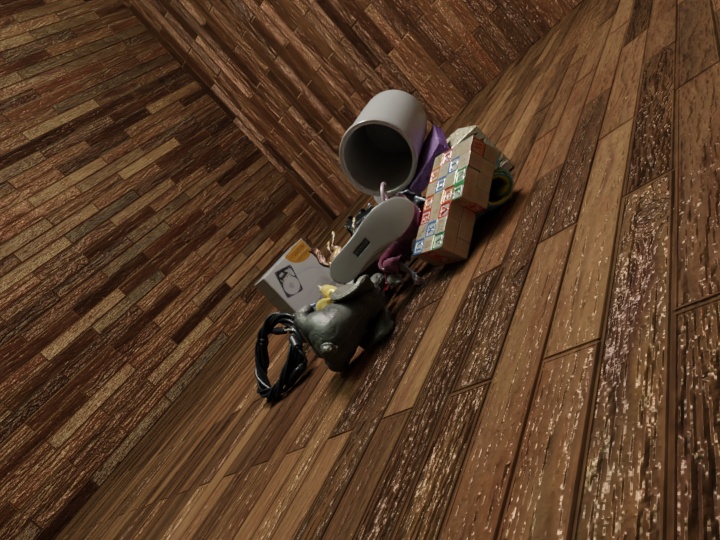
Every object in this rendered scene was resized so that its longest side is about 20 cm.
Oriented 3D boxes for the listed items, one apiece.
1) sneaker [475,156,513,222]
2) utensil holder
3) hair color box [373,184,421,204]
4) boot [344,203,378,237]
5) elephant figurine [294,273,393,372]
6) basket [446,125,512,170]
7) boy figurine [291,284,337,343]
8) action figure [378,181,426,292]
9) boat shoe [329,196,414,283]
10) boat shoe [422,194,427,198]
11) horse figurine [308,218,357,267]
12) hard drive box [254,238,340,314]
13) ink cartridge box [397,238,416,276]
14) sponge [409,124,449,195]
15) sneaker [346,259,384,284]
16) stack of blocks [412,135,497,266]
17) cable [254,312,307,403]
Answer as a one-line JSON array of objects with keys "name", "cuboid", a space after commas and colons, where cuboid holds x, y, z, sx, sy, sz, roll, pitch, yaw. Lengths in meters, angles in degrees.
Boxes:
[{"name": "sneaker", "cuboid": [0.252, -0.174, 1.022, 0.130, 0.079, 0.202, -34, 24, 56]}, {"name": "utensil holder", "cuboid": [0.056, -0.286, 1.183, 0.169, 0.170, 0.201, -37, 19, 34]}, {"name": "hair color box", "cuboid": [0.082, -0.175, 1.252, 0.060, 0.100, 0.201, -21, 36, -9]}, {"name": "boot", "cuboid": [0.055, -0.119, 1.363, 0.161, 0.074, 0.198, -33, 31, -6]}, {"name": "elephant figurine", "cuboid": [-0.007, 0.069, 0.942, 0.199, 0.142, 0.155, -38, 51, -13]}, {"name": "basket", "cuboid": [0.234, -0.238, 1.220, 0.135, 0.123, 0.200, -43, 10, 6]}, {"name": "boy figurine", "cuboid": [-0.057, 0.085, 1.148, 0.198, 0.126, 0.064, -27, -14, 27]}, {"name": "action figure", "cuboid": [0.072, -0.053, 1.048, 0.134, 0.147, 0.203, -54, -15, -77]}, {"name": "boat shoe", "cuboid": [0.021, -0.054, 0.998, 0.201, 0.072, 0.066, -51, -1, 1]}, {"name": "boat shoe", "cuboid": [0.165, -0.143, 1.251, 0.064, 0.072, 0.200, -27, 4, 12]}, {"name": "horse figurine", "cuboid": [-0.028, -0.059, 1.300, 0.198, 0.050, 0.134, -28, 44, 13]}, {"name": "hard drive box", "cuboid": [-0.141, 0.049, 1.363, 0.156, 0.200, 0.077, -50, 12, -31]}, {"name": "ink cartridge box", "cuboid": [0.102, -0.059, 1.265, 0.176, 0.045, 0.200, -48, 10, -11]}, {"name": "sponge", "cuboid": [0.146, -0.244, 1.168, 0.112, 0.030, 0.201, -58, 10, 24]}, {"name": "sneaker", "cuboid": [0.004, 0.002, 1.109, 0.084, 0.072, 0.202, -26, 37, 47]}, {"name": "stack of blocks", "cuboid": [0.166, -0.118, 0.943, 0.115, 0.058, 0.203, -17, 55, 61]}, {"name": "cable", "cuboid": [-0.190, 0.191, 1.175, 0.050, 0.164, 0.201, 2, -45, -44]}]
